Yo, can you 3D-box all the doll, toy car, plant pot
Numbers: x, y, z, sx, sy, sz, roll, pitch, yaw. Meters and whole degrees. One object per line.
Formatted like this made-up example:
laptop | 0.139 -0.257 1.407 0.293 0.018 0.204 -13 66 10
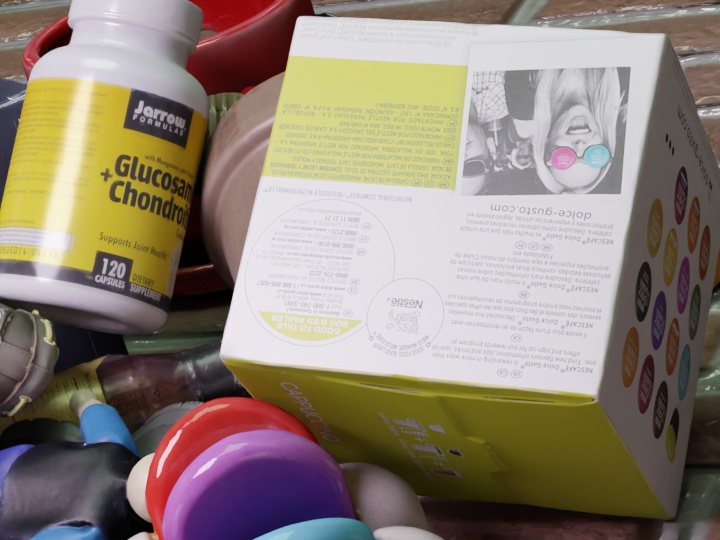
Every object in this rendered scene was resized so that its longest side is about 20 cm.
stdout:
doll | -0.173 0.122 1.623 0.200 0.048 0.137 -8 42 33
toy car | -0.046 0.141 1.476 0.175 0.150 0.200 -19 23 -9
plant pot | 0.000 0.000 1.759 0.200 0.200 0.175 -11 39 10
plant pot | -0.112 -0.094 2.024 0.200 0.183 0.200 -13 23 6

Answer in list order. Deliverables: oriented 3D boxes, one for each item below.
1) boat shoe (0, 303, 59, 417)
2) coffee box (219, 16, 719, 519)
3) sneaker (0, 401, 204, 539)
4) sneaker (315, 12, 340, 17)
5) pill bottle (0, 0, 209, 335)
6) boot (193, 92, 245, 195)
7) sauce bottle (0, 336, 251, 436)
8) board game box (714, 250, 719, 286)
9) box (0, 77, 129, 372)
boat shoe | -0.207 0.053 1.707 0.060 0.072 0.202 25 -6 -5
coffee box | 0.066 0.002 1.536 0.200 0.200 0.198 5 70 19
sneaker | -0.136 0.131 1.681 0.200 0.076 0.091 -10 32 31
sneaker | -0.034 -0.162 2.268 0.075 0.079 0.200 -31 26 -32
pill bottle | -0.153 -0.068 1.792 0.112 0.200 0.112 11 -9 2
boot | -0.032 -0.041 1.890 0.200 0.166 0.072 -9 47 21
sauce bottle | -0.157 0.086 1.792 0.200 0.066 0.066 -17 22 -9
board game box | 0.170 0.004 1.817 0.095 0.030 0.200 3 27 37
box | -0.277 0.005 1.869 0.196 0.200 0.124 -24 19 -20
